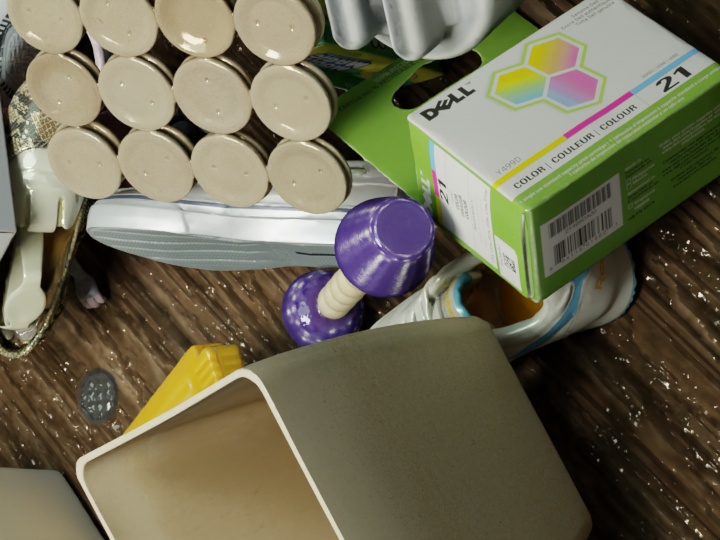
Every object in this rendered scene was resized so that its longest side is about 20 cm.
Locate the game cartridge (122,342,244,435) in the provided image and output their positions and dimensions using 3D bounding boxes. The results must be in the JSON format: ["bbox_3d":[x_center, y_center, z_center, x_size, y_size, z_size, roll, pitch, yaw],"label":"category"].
[{"bbox_3d":[-0.090,0.163,1.589,0.176,0.032,0.200,-51,54,51],"label":"game cartridge"}]

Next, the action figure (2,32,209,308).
[{"bbox_3d":[-0.196,-0.061,1.680,0.200,0.149,0.134,-34,70,16],"label":"action figure"}]

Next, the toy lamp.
[{"bbox_3d":[0.000,0.000,1.489,0.200,0.058,0.058,139,127,-71],"label":"toy lamp"}]

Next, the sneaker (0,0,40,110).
[{"bbox_3d":[-0.220,-0.195,1.757,0.115,0.075,0.200,37,102,36],"label":"sneaker"}]

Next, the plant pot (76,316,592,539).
[{"bbox_3d":[0.002,0.131,1.416,0.200,0.177,0.200,-30,88,53],"label":"plant pot"}]

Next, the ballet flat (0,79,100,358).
[{"bbox_3d":[-0.197,-0.025,1.621,0.075,0.068,0.200,-87,10,-51],"label":"ballet flat"}]

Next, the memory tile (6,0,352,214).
[{"bbox_3d":[-0.103,-0.103,1.499,0.200,0.017,0.153,5,127,26],"label":"memory tile"}]

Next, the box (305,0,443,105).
[{"bbox_3d":[-0.009,-0.188,1.556,0.048,0.117,0.200,-13,77,38],"label":"box"}]

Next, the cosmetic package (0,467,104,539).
[{"bbox_3d":[-0.262,0.249,1.670,0.200,0.167,0.166,-51,57,21],"label":"cosmetic package"}]

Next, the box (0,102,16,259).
[{"bbox_3d":[-0.266,-0.043,1.652,0.200,0.041,0.156,128,138,-52],"label":"box"}]

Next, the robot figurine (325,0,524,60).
[{"bbox_3d":[0.056,-0.195,1.473,0.170,0.200,0.113,17,134,32],"label":"robot figurine"}]

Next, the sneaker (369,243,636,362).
[{"bbox_3d":[0.057,0.029,1.499,0.200,0.081,0.077,-33,66,32],"label":"sneaker"}]

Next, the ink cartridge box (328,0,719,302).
[{"bbox_3d":[0.083,-0.094,1.447,0.148,0.076,0.200,-34,52,-21],"label":"ink cartridge box"}]

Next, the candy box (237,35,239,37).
[{"bbox_3d":[-0.152,-0.189,1.618,0.115,0.200,0.055,22,100,38],"label":"candy box"}]

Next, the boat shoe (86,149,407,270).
[{"bbox_3d":[-0.065,-0.040,1.597,0.200,0.074,0.067,5,72,11],"label":"boat shoe"}]
